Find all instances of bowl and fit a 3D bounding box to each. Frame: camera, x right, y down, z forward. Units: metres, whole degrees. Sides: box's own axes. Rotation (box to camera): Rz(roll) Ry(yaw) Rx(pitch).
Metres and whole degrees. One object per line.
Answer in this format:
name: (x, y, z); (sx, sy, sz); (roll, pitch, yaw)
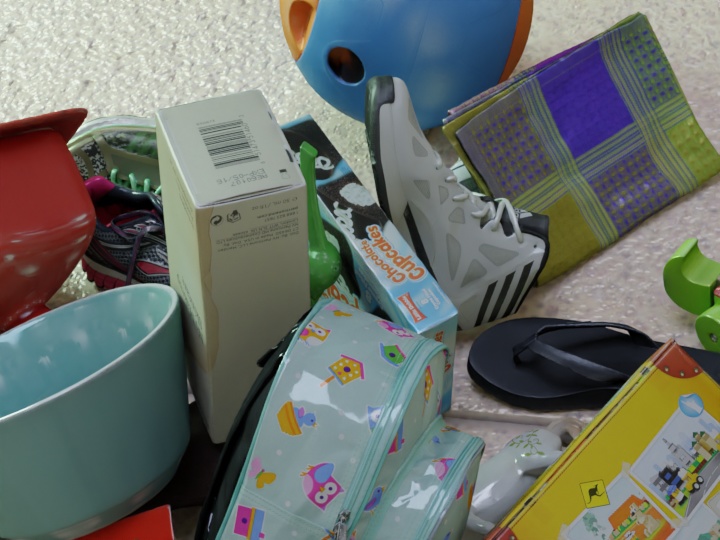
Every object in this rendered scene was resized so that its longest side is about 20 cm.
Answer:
bowl: (-0.187, 0.101, 1.328); (0.199, 0.106, 0.201); (-22, 15, 6)

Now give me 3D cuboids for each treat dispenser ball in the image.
treat dispenser ball: (0.036, -0.210, 1.625); (0.199, 0.202, 0.202); (-6, 43, 6)

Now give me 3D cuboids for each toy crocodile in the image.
toy crocodile: (0.289, 0.042, 1.407); (0.067, 0.062, 0.200); (-34, 48, -22)

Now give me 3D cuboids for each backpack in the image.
backpack: (-0.010, 0.125, 1.224); (0.152, 0.202, 0.176); (15, 15, 12)

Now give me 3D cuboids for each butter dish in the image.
butter dish: (-0.271, -0.005, 1.506); (0.148, 0.200, 0.199); (51, 30, 10)

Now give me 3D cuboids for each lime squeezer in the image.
lime squeezer: (-0.056, 0.003, 1.415); (0.070, 0.200, 0.038); (25, 41, -15)

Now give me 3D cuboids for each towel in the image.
towel: (0.165, -0.090, 1.532); (0.199, 0.145, 0.023); (-29, 4, -21)

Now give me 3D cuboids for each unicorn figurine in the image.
unicorn figurine: (0.079, 0.150, 1.344); (0.198, 0.075, 0.137); (-17, 32, -26)

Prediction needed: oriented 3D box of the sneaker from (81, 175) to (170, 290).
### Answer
sneaker: (-0.134, -0.011, 1.547); (0.198, 0.075, 0.081); (15, 49, 25)

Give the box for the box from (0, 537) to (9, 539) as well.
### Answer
box: (-0.274, 0.144, 1.420); (0.081, 0.069, 0.201); (-6, 43, 7)

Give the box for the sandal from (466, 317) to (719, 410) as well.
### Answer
sandal: (0.170, 0.060, 1.427); (0.198, 0.043, 0.076); (6, 46, 19)

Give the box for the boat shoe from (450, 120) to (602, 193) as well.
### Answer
boat shoe: (0.101, -0.059, 1.562); (0.199, 0.074, 0.067); (-24, 24, -21)

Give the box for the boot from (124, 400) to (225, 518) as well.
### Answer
boot: (-0.099, 0.094, 1.436); (0.165, 0.073, 0.201); (-19, 28, 10)

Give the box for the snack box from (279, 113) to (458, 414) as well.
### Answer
snack box: (0.000, 0.000, 1.445); (0.037, 0.117, 0.200); (-25, 57, -18)

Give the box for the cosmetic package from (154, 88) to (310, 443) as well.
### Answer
cosmetic package: (-0.078, -0.001, 1.312); (0.072, 0.201, 0.104); (-12, 42, -14)

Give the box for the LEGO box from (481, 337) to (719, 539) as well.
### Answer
LEGO box: (0.170, 0.165, 1.245); (0.149, 0.077, 0.200); (44, 61, 6)

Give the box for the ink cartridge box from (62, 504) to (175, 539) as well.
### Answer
ink cartridge box: (-0.195, 0.243, 1.252); (0.198, 0.044, 0.175); (-20, 62, 12)

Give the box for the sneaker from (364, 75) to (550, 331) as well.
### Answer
sneaker: (0.070, -0.052, 1.455); (0.114, 0.202, 0.076); (-13, 26, 2)

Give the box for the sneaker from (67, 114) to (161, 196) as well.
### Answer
sneaker: (-0.159, -0.071, 1.623); (0.198, 0.077, 0.089); (-12, 51, 3)
